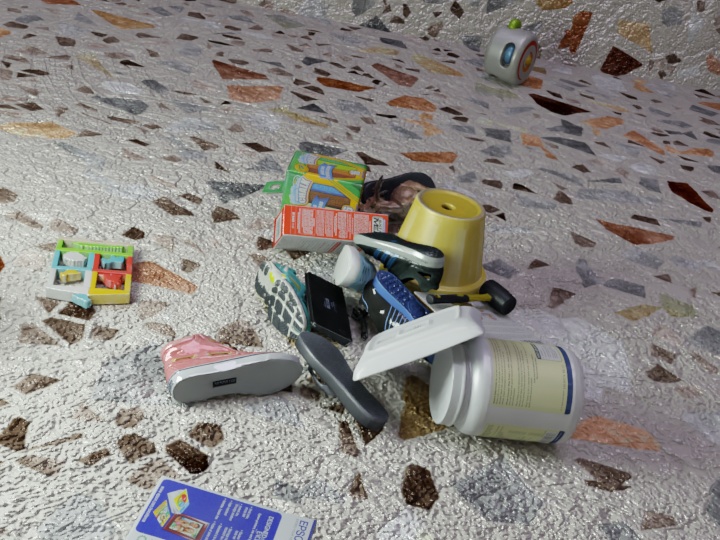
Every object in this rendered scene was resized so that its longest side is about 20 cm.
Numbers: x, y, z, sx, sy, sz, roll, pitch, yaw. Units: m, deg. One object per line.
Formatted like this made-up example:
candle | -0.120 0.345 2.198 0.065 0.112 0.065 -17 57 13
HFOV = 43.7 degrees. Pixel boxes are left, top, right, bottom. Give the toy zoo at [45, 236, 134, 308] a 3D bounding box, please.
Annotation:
toy zoo | -0.446 0.005 1.488 0.130 0.021 0.200 5 30 -15

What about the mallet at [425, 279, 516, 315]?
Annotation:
mallet | 0.191 0.053 1.524 0.066 0.041 0.199 38 27 32

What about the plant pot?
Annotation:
plant pot | 0.143 -0.039 1.640 0.199 0.190 0.201 9 28 -5

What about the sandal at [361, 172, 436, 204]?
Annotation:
sandal | 0.083 -0.181 2.000 0.199 0.077 0.043 -4 6 -30

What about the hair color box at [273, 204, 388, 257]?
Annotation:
hair color box | -0.058 -0.074 1.695 0.199 0.064 0.111 6 -13 -15

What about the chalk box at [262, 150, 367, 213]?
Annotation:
chalk box | -0.097 -0.161 1.826 0.199 0.125 0.125 12 28 -2

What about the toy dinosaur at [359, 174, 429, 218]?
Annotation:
toy dinosaur | 0.094 -0.160 1.941 0.135 0.086 0.200 30 33 26

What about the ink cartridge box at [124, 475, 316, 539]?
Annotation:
ink cartridge box | -0.167 0.330 0.998 0.199 0.047 0.198 17 27 3

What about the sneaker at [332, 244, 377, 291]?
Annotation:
sneaker | 0.000 0.000 1.569 0.081 0.074 0.200 15 1 -5

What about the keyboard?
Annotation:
keyboard | -0.037 0.072 1.498 0.127 0.021 0.200 27 20 -17

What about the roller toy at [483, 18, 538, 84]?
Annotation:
roller toy | 0.521 -0.732 3.061 0.139 0.200 0.183 27 66 25

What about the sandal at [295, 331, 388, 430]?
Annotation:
sandal | -0.040 0.165 1.327 0.076 0.043 0.200 12 31 -51

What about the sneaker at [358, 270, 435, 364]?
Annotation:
sneaker | 0.076 0.095 1.507 0.070 0.078 0.200 -17 62 -48

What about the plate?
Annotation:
plate | 0.085 0.099 1.338 0.199 0.033 0.200 -21 4 8

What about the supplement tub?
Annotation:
supplement tub | 0.213 0.175 1.327 0.199 0.146 0.145 8 29 -10

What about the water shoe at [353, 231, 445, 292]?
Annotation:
water shoe | 0.058 -0.015 1.553 0.071 0.079 0.199 -7 18 -42

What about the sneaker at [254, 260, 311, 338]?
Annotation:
sneaker | -0.115 0.043 1.510 0.079 0.078 0.200 9 27 -27

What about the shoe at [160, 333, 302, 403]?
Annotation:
shoe | -0.190 0.132 1.312 0.199 0.072 0.091 -6 39 -24

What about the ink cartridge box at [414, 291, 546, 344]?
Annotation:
ink cartridge box | 0.201 0.103 1.512 0.199 0.045 0.176 6 25 -42
